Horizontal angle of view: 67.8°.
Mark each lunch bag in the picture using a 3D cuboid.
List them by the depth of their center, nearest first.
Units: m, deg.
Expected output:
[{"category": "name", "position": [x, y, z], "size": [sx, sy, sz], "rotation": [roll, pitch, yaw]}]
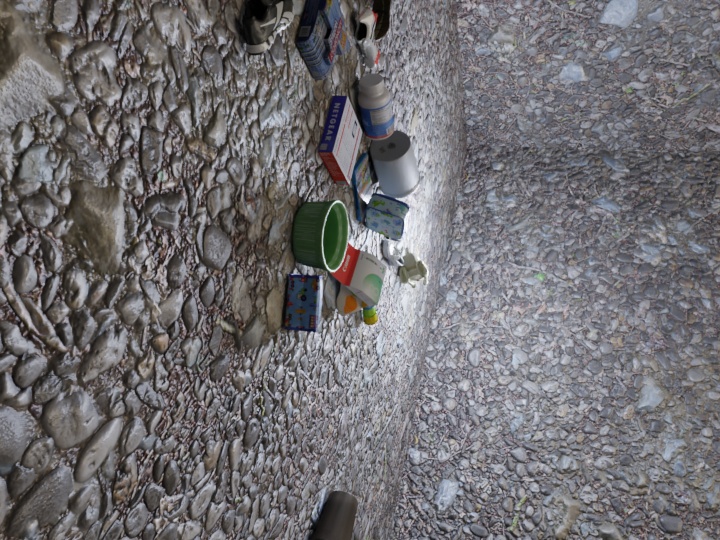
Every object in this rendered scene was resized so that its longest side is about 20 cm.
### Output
[{"category": "lunch bag", "position": [-0.140, 0.088, 1.522], "size": [0.200, 0.093, 0.153], "rotation": [10, 84, -81]}, {"category": "lunch bag", "position": [0.101, -0.196, 1.971], "size": [0.200, 0.159, 0.083], "rotation": [87, 24, -69]}]

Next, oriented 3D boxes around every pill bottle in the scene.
[{"category": "pill bottle", "position": [0.051, -0.555, 1.817], "size": [0.201, 0.111, 0.113], "rotation": [75, 28, -47]}]

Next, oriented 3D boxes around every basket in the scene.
[{"category": "basket", "position": [-0.086, 0.899, 1.886], "size": [0.201, 0.134, 0.182], "rotation": [-66, 150, -50]}]

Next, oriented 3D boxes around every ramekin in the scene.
[{"category": "ramekin", "position": [-0.112, -0.100, 1.501], "size": [0.200, 0.097, 0.203], "rotation": [7, 90, -71]}]

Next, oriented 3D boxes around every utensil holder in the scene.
[{"category": "utensil holder", "position": [0.133, -0.403, 2.032], "size": [0.201, 0.168, 0.171], "rotation": [67, 35, -54]}]

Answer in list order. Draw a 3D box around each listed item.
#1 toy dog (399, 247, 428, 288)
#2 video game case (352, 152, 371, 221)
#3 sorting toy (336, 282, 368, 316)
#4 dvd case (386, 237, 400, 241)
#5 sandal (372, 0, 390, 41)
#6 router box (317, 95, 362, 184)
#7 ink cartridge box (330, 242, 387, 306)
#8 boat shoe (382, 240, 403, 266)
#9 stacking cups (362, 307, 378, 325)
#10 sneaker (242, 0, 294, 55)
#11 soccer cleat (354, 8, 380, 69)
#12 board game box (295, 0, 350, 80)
[{"category": "toy dog", "position": [0.262, -0.006, 2.659], "size": [0.195, 0.139, 0.200], "rotation": [64, 12, 18]}, {"category": "video game case", "position": [0.007, -0.298, 1.920], "size": [0.144, 0.018, 0.202], "rotation": [-62, 152, -47]}, {"category": "sorting toy", "position": [-0.023, 0.027, 1.861], "size": [0.182, 0.106, 0.200], "rotation": [68, 28, -19]}, {"category": "dvd case", "position": [0.157, -0.207, 2.407], "size": [0.200, 0.017, 0.145], "rotation": [1, 94, -72]}, {"category": "sandal", "position": [0.059, -0.854, 1.828], "size": [0.055, 0.081, 0.202], "rotation": [109, -12, -67]}, {"category": "router box", "position": [-0.058, -0.396, 1.639], "size": [0.180, 0.048, 0.202], "rotation": [57, 43, -63]}, {"category": "ink cartridge box", "position": [0.000, 0.000, 1.793], "size": [0.200, 0.050, 0.162], "rotation": [43, 47, -31]}, {"category": "boat shoe", "position": [0.148, -0.077, 2.348], "size": [0.200, 0.066, 0.074], "rotation": [51, 48, -65]}, {"category": "stacking cups", "position": [0.030, 0.118, 2.068], "size": [0.061, 0.060, 0.202], "rotation": [-62, 152, -48]}, {"category": "sneaker", "position": [-0.196, -0.551, 1.139], "size": [0.091, 0.066, 0.201], "rotation": [76, 29, -51]}, {"category": "soccer cleat", "position": [0.017, -0.741, 1.735], "size": [0.085, 0.068, 0.201], "rotation": [-43, 151, -27]}, {"category": "board game box", "position": [-0.091, -0.626, 1.440], "size": [0.200, 0.061, 0.202], "rotation": [49, 50, -65]}]
